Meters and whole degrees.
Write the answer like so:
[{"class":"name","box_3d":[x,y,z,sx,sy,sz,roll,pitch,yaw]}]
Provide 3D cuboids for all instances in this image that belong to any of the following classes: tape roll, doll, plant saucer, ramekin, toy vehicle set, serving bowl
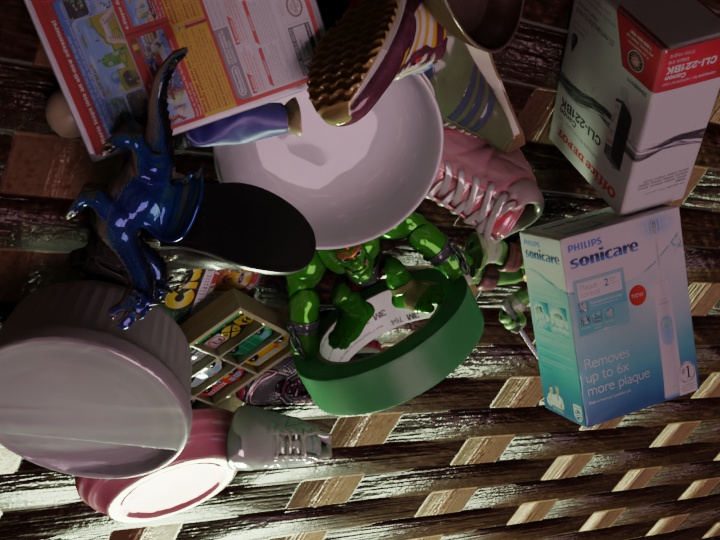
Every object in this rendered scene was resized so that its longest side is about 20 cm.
[{"class":"tape roll","box_3d":[0.029,0.071,1.022,0.200,0.200,0.048,-29,110,-5]},{"class":"doll","box_3d":[-0.147,-0.126,0.775,0.199,0.049,0.137,-4,121,-7]},{"class":"plant saucer","box_3d":[-0.217,0.228,1.105,0.200,0.051,0.201,-20,152,-11]},{"class":"ramekin","box_3d":[-0.246,0.096,0.895,0.201,0.094,0.203,2,134,3]},{"class":"toy vehicle set","box_3d":[-0.168,0.101,1.024,0.200,0.027,0.124,-35,146,16]},{"class":"serving bowl","box_3d":[-0.031,-0.120,0.864,0.199,0.066,0.201,-5,122,-7]},{"class":"plant saucer","box_3d":[0.076,-0.265,0.744,0.034,0.201,0.200,-3,153,30]}]

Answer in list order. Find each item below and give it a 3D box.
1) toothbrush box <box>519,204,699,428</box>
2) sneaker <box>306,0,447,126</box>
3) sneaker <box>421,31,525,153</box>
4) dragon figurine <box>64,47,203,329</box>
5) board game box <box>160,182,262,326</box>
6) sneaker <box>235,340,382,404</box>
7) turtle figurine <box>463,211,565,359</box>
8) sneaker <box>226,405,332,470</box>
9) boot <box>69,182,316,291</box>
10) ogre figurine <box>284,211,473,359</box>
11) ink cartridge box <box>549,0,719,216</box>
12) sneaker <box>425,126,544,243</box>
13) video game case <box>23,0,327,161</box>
[{"class":"toothbrush box","box_3d":[0.260,0.041,1.018,0.146,0.085,0.201,-14,102,-19]},{"class":"sneaker","box_3d":[0.026,-0.169,0.741,0.075,0.201,0.090,-8,139,36]},{"class":"sneaker","box_3d":[0.086,-0.169,0.920,0.090,0.067,0.200,-28,142,7]},{"class":"dragon figurine","box_3d":[-0.147,-0.058,0.716,0.099,0.059,0.201,29,97,-15]},{"class":"board game box","box_3d":[-0.145,0.000,0.969,0.104,0.023,0.200,1,130,-32]},{"class":"sneaker","box_3d":[-0.047,0.124,1.121,0.199,0.075,0.081,-5,135,-28]},{"class":"turtle figurine","box_3d":[0.198,0.031,1.116,0.193,0.144,0.201,7,98,-21]},{"class":"sneaker","box_3d":[-0.090,0.191,1.113,0.080,0.071,0.200,4,175,19]},{"class":"boot","box_3d":[-0.149,-0.019,0.846,0.199,0.070,0.174,11,161,-12]},{"class":"ogre figurine","box_3d":[0.000,0.000,0.982,0.199,0.098,0.120,-19,118,21]},{"class":"ink cartridge box","box_3d":[0.268,-0.176,0.963,0.083,0.145,0.201,-17,138,-16]},{"class":"sneaker","box_3d":[0.105,-0.086,0.978,0.199,0.105,0.075,3,140,-36]},{"class":"video game case","box_3d":[-0.130,-0.179,0.721,0.199,0.017,0.144,-19,112,-2]}]
